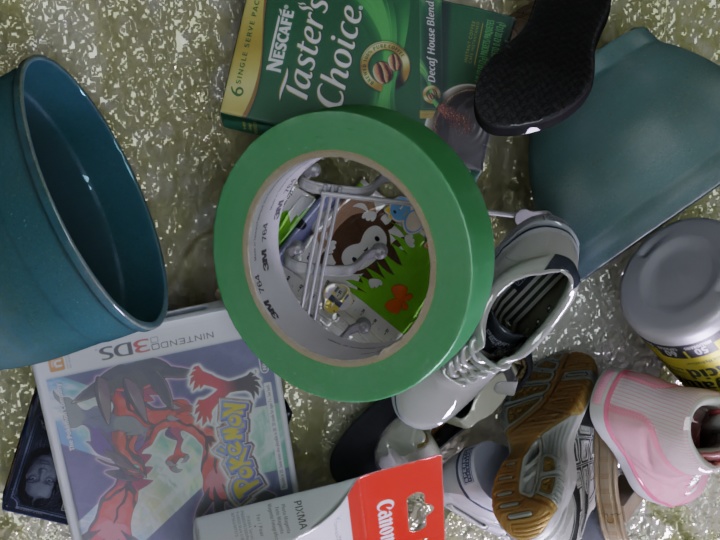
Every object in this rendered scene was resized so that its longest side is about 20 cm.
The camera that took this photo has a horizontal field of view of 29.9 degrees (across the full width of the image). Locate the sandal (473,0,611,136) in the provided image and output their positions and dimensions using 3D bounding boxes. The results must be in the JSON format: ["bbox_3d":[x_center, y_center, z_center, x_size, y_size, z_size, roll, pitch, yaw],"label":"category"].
[{"bbox_3d":[0.136,-0.145,0.961,0.074,0.201,0.045,16,133,15],"label":"sandal"}]

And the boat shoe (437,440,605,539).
[{"bbox_3d":[0.139,0.197,1.148,0.199,0.074,0.065,32,138,-33],"label":"boat shoe"}]

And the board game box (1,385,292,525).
[{"bbox_3d":[-0.168,0.145,1.070,0.198,0.035,0.137,16,100,-18],"label":"board game box"}]

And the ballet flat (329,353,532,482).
[{"bbox_3d":[0.062,0.118,1.102,0.199,0.073,0.073,-37,110,-2],"label":"ballet flat"}]

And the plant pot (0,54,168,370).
[{"bbox_3d":[-0.260,-0.016,0.931,0.186,0.200,0.202,-24,109,8],"label":"plant pot"}]

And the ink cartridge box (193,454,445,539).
[{"bbox_3d":[-0.024,0.229,1.072,0.197,0.058,0.163,-10,141,-3],"label":"ink cartridge box"}]

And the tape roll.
[{"bbox_3d":[-0.007,-0.012,0.936,0.198,0.048,0.203,5,103,24],"label":"tape roll"}]

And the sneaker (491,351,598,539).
[{"bbox_3d":[0.156,0.156,1.096,0.075,0.201,0.088,-9,127,31],"label":"sneaker"}]

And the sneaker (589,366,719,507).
[{"bbox_3d":[0.271,0.149,1.108,0.200,0.104,0.076,45,63,-45],"label":"sneaker"}]

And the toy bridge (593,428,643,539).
[{"bbox_3d":[0.225,0.197,1.160,0.027,0.067,0.203,-4,105,31],"label":"toy bridge"}]

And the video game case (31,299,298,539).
[{"bbox_3d":[-0.144,0.128,1.032,0.180,0.023,0.202,-11,112,-9],"label":"video game case"}]

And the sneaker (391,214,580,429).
[{"bbox_3d":[0.084,0.047,0.969,0.073,0.071,0.201,29,117,-11],"label":"sneaker"}]

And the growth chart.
[{"bbox_3d":[0.000,0.000,1.085,0.199,0.018,0.146,27,97,-21],"label":"growth chart"}]

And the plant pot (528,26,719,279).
[{"bbox_3d":[0.207,-0.099,1.034,0.199,0.200,0.135,-34,84,-4],"label":"plant pot"}]

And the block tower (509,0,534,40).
[{"bbox_3d":[0.079,-0.143,1.049,0.198,0.058,0.054,-29,109,-4],"label":"block tower"}]

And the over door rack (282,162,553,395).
[{"bbox_3d":[0.039,0.003,1.028,0.197,0.067,0.149,11,119,-2],"label":"over door rack"}]

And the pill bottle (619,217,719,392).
[{"bbox_3d":[0.303,0.054,1.109,0.111,0.111,0.200,-48,129,1],"label":"pill bottle"}]

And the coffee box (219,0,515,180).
[{"bbox_3d":[0.004,-0.145,0.989,0.197,0.044,0.125,14,83,1],"label":"coffee box"}]
